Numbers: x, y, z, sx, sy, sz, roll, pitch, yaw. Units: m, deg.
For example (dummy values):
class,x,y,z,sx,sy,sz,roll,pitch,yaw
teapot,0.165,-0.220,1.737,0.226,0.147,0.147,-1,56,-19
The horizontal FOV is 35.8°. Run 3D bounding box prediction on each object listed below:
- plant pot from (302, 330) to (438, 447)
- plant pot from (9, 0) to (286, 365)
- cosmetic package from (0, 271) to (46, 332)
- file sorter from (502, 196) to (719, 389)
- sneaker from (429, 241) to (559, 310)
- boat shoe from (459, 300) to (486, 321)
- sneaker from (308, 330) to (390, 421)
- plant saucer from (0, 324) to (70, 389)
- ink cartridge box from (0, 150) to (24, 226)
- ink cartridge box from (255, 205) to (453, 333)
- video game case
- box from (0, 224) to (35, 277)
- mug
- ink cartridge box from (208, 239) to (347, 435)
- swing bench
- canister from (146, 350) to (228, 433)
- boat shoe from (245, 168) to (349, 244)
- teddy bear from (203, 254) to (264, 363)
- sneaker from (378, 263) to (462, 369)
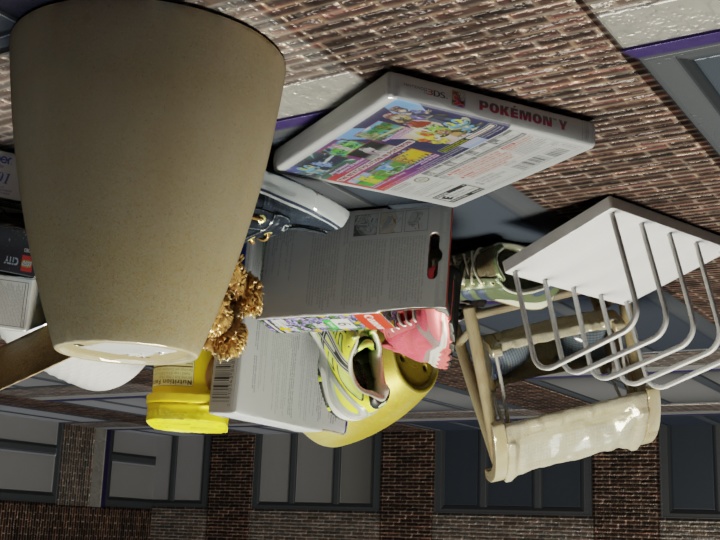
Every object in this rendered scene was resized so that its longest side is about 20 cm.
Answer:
class,x,y,z,sx,sy,sz,roll,pitch,yaw
plant pot,0.012,0.108,1.369,0.141,0.203,0.199,-14,160,35
plant pot,-0.147,-0.045,0.733,0.185,0.203,0.187,2,166,1
cosmetic package,-0.329,0.023,1.038,0.081,0.051,0.200,10,180,-5
file sorter,0.265,0.034,1.089,0.198,0.126,0.138,13,147,-39
sneaker,0.123,-0.002,1.179,0.197,0.068,0.090,4,159,-7
boat shoe,0.093,0.038,1.347,0.066,0.058,0.199,-6,164,31
sneaker,-0.014,0.054,1.161,0.075,0.202,0.076,-20,-179,-38
plant saucer,-0.266,0.058,1.042,0.198,0.036,0.200,-24,-176,2
ink cartridge box,-0.272,-0.064,1.006,0.198,0.045,0.094,11,166,-33
ink cartridge box,0.000,0.000,1.082,0.198,0.110,0.050,-4,157,23
video game case,0.052,-0.096,0.874,0.180,0.023,0.199,9,166,-27
box,-0.308,-0.020,1.002,0.198,0.038,0.136,9,179,30
mug,-0.347,0.031,1.253,0.199,0.149,0.175,30,174,27
ink cartridge box,-0.077,0.068,1.193,0.040,0.202,0.199,-4,164,34
swing bench,0.227,0.127,1.296,0.196,0.202,0.130,-13,168,-6
canister,-0.178,0.067,1.202,0.085,0.203,0.149,3,167,-5
boat shoe,-0.101,-0.045,0.927,0.199,0.092,0.071,19,-174,-41
teddy bear,-0.145,-0.011,0.977,0.066,0.202,0.145,-8,-154,36
sneaker,0.056,0.052,1.132,0.086,0.075,0.201,6,157,3
